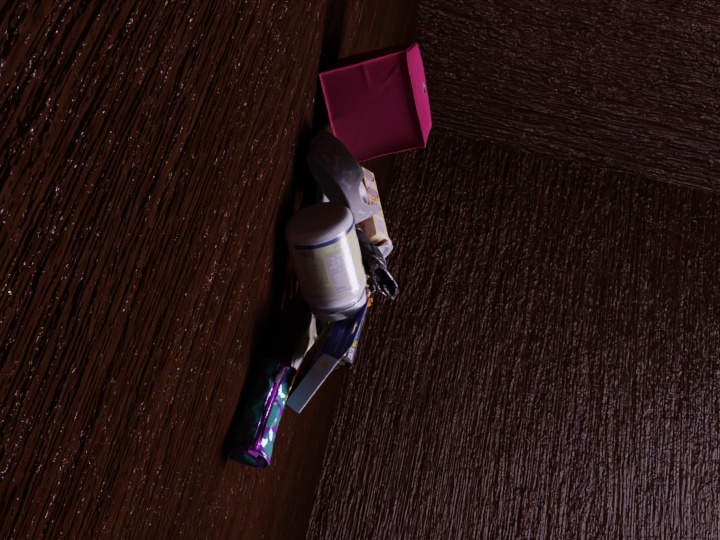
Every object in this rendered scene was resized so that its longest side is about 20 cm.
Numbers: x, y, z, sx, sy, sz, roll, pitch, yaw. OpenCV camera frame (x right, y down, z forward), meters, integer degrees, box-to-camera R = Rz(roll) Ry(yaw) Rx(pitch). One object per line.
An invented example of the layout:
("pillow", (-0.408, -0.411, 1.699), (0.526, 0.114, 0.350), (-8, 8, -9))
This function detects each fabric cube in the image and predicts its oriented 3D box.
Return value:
("fabric cube", (0.041, -0.365, 1.455), (0.200, 0.194, 0.202), (-66, 145, -66))

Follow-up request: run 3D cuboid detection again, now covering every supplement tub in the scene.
("supplement tub", (-0.066, -0.018, 1.363), (0.146, 0.140, 0.205), (-70, 151, -55))

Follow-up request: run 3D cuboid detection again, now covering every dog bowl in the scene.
("dog bowl", (-0.042, -0.184, 1.387), (0.058, 0.202, 0.201), (-36, 166, -9))

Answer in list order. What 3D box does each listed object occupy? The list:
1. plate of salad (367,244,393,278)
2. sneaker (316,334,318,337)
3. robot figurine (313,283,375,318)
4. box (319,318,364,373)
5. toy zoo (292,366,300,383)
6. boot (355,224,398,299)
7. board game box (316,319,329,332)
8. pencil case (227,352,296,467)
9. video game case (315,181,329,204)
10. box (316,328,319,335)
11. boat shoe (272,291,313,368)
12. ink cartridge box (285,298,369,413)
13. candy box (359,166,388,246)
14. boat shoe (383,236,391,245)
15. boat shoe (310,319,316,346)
("plate of salad", (0.000, 0.000, 1.649), (0.049, 0.197, 0.200), (58, -4, 11))
("sneaker", (-0.134, 0.201, 1.724), (0.200, 0.082, 0.081), (79, 24, -80))
("robot figurine", (-0.058, 0.071, 1.521), (0.144, 0.195, 0.060), (-23, 102, -53))
("box", (-0.066, 0.187, 1.786), (0.199, 0.048, 0.164), (-33, -143, 54))
("toy zoo", (-0.140, 0.254, 1.636), (0.201, 0.020, 0.131), (-52, 166, -3))
("boot", (0.033, 0.001, 1.472), (0.175, 0.069, 0.200), (55, 4, 41))
("board game box", (-0.098, 0.095, 1.719), (0.199, 0.023, 0.109), (-153, -116, -70))
("pencil case", (-0.185, 0.266, 1.278), (0.092, 0.083, 0.204), (-45, -155, 52))
("video game case", (-0.050, -0.166, 1.565), (0.199, 0.023, 0.188), (37, 51, -60))
("box", (-0.101, 0.066, 1.814), (0.122, 0.031, 0.205), (-116, -147, -56))
("boat shoe", (-0.143, 0.137, 1.485), (0.068, 0.073, 0.205), (-20, 133, -65))
("ink cartridge box", (-0.067, 0.159, 1.367), (0.202, 0.046, 0.199), (-55, -175, 24))
("candy box", (-0.004, -0.141, 1.688), (0.055, 0.114, 0.205), (22, 48, -46))
("boat shoe", (0.007, -0.068, 1.760), (0.197, 0.072, 0.069), (-19, -148, 43))
("boat shoe", (-0.141, 0.115, 1.618), (0.202, 0.069, 0.078), (-88, 174, -56))
